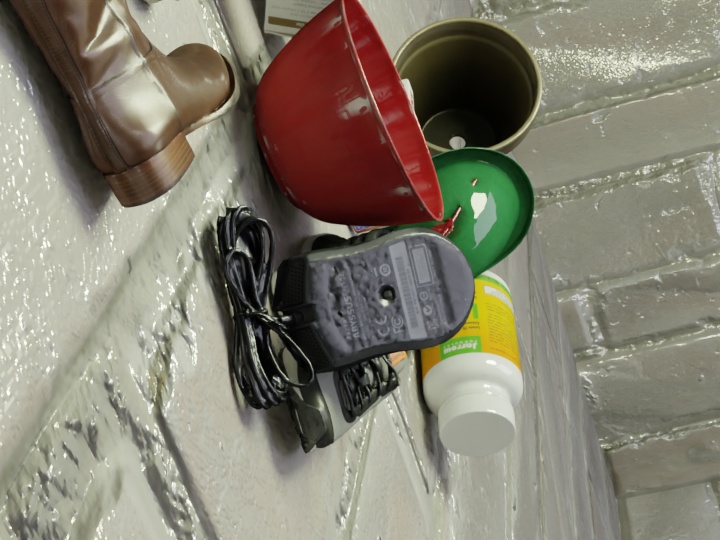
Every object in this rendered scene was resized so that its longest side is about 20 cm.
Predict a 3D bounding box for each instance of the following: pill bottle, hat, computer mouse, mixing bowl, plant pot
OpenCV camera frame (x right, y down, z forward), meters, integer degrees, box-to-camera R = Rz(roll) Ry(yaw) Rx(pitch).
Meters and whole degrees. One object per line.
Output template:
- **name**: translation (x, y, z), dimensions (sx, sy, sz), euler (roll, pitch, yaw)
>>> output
- **pill bottle**: translation (0.123, 0.103, 1.380), dimensions (0.200, 0.111, 0.111), euler (-91, 162, -44)
- **hat**: translation (0.108, -0.011, 1.279), dimensions (0.166, 0.200, 0.176), euler (56, 9, -32)
- **computer mouse**: translation (-0.011, 0.018, 0.872), dimensions (0.053, 0.200, 0.139), euler (-19, -101, 59)
- **mixing bowl**: translation (-0.019, -0.114, 1.005), dimensions (0.200, 0.108, 0.201), euler (-22, 90, -77)
- **plant pot**: translation (0.133, -0.204, 1.637), dimensions (0.174, 0.199, 0.201), euler (87, -6, -68)

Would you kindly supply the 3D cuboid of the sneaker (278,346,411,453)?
- **sneaker**: translation (-0.010, 0.078, 0.934), dimensions (0.200, 0.079, 0.074), euler (-48, 125, -73)

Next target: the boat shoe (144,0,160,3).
- **boat shoe**: translation (-0.140, -0.278, 0.808), dimensions (0.067, 0.057, 0.201), euler (-40, 115, -75)

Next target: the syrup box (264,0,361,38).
- **syrup box**: translation (-0.032, -0.307, 1.076), dimensions (0.079, 0.081, 0.201), euler (-71, 168, -65)

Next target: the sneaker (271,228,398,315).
- **sneaker**: translation (0.000, 0.000, 1.007), dimensions (0.200, 0.099, 0.071), euler (-44, 117, -76)

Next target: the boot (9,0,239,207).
- **boot**: translation (-0.143, -0.161, 0.686), dimensions (0.187, 0.064, 0.200), euler (-85, 153, -59)

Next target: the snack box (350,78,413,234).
- **snack box**: translation (0.023, -0.122, 1.284), dimensions (0.024, 0.072, 0.200), euler (65, 17, -44)
